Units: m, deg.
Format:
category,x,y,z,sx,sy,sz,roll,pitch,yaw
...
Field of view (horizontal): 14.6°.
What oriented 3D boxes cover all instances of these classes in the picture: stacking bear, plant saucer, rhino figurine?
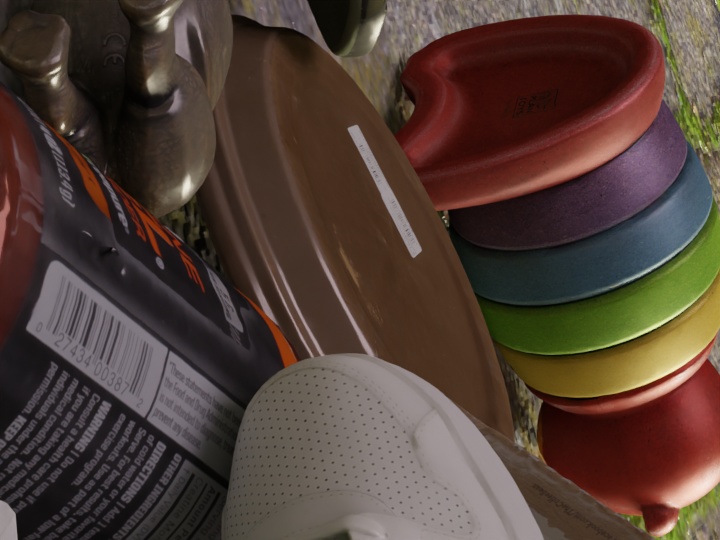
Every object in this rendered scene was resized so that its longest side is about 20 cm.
category,x,y,z,sx,sy,sz,roll,pitch,yaw
stacking bear,0.094,0.010,1.126,0.122,0.113,0.200,-72,146,-56
plant saucer,0.000,0.000,0.940,0.200,0.029,0.200,56,17,-26
rhino figurine,-0.066,-0.096,0.841,0.088,0.060,0.200,82,9,-45

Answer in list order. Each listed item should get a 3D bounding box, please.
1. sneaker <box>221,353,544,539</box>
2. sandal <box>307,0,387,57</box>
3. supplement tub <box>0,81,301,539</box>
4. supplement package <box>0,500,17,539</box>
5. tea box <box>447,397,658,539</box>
category,x,y,z,sx,sy,sz,roll,pitch,yaw
sneaker,-0.009,0.087,0.559,0.116,0.074,0.200,41,31,-51
sandal,-0.045,-0.156,0.951,0.201,0.057,0.080,63,-20,14
supplement tub,-0.078,0.031,0.660,0.200,0.107,0.107,44,36,-55
supplement package,-0.149,0.104,0.285,0.151,0.200,0.152,30,48,-62
tea box,0.056,0.172,0.739,0.200,0.134,0.197,33,-25,56
